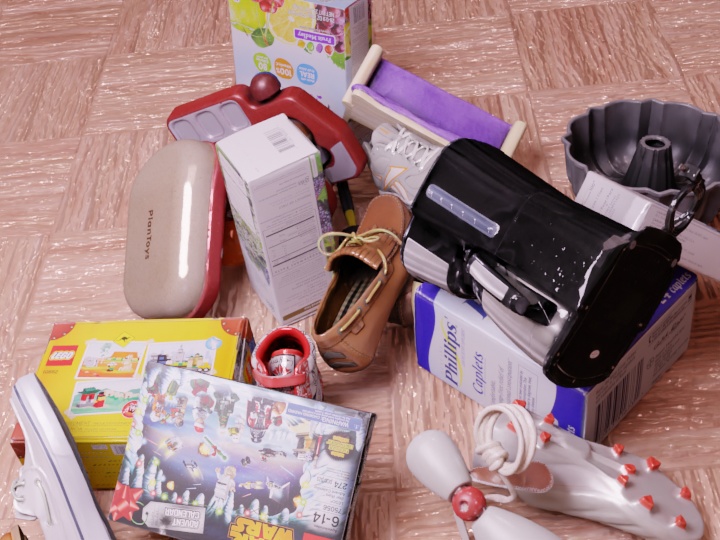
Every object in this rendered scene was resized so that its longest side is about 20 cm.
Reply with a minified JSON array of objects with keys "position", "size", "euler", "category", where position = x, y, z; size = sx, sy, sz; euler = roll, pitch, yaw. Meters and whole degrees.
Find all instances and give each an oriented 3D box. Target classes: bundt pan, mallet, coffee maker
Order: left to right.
[{"position":[-0.010,-0.049,1.170],"size":[0.041,0.066,0.200],"euler":[-9,28,-3],"category":"mallet"},{"position":[0.156,-0.029,0.870],"size":[0.192,0.135,0.200],"euler":[-46,51,-6],"category":"coffee maker"},{"position":[0.319,-0.109,1.134],"size":[0.201,0.076,0.202],"euler":[-2,37,1],"category":"bundt pan"}]

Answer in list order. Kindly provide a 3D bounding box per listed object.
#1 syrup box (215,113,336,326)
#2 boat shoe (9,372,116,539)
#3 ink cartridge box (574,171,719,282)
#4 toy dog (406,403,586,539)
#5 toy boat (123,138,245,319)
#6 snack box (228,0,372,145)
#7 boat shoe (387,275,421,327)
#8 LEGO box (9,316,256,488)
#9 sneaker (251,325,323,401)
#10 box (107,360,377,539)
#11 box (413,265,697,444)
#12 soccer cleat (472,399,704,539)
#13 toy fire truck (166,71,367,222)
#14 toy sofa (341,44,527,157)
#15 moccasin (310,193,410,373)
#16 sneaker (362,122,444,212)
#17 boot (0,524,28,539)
[{"position":[-0.079,-0.047,1.051],"size":[0.081,0.201,0.079],"euler":[-26,46,-16],"category":"syrup box"},{"position":[-0.259,0.187,0.863],"size":[0.067,0.074,0.201],"euler":[-24,84,-14],"category":"boat shoe"},{"position":[0.281,-0.042,0.987],"size":[0.199,0.045,0.176],"euler":[20,12,-29],"category":"ink cartridge box"},{"position":[0.128,0.207,0.823],"size":[0.132,0.096,0.201],"euler":[-32,69,29],"category":"toy dog"},{"position":[-0.170,-0.038,1.110],"size":[0.130,0.130,0.201],"euler":[-5,79,45],"category":"toy boat"},{"position":[-0.070,-0.245,1.256],"size":[0.168,0.201,0.068],"euler":[18,40,27],"category":"snack box"},{"position":[0.058,-0.018,1.093],"size":[0.067,0.072,0.200],"euler":[-2,39,17],"category":"boat shoe"},{"position":[-0.207,0.124,0.980],"size":[0.199,0.077,0.149],"euler":[-2,43,8],"category":"LEGO box"},{"position":[-0.071,0.143,0.916],"size":[0.067,0.108,0.202],"euler":[-1,44,7],"category":"sneaker"},{"position":[-0.098,0.164,0.862],"size":[0.199,0.040,0.138],"euler":[11,83,11],"category":"box"},{"position":[0.181,0.048,0.980],"size":[0.200,0.105,0.184],"euler":[30,55,34],"category":"box"},{"position":[0.190,0.181,0.873],"size":[0.199,0.078,0.069],"euler":[27,36,7],"category":"soccer cleat"},{"position":[-0.102,-0.135,1.151],"size":[0.199,0.168,0.112],"euler":[-12,37,34],"category":"toy fire truck"},{"position":[0.083,-0.173,1.169],"size":[0.199,0.098,0.083],"euler":[28,75,1],"category":"toy sofa"},{"position":[-0.001,0.000,1.004],"size":[0.073,0.078,0.202],"euler":[-3,48,38],"category":"moccasin"},{"position":[0.051,-0.115,1.094],"size":[0.076,0.092,0.200],"euler":[-38,14,-17],"category":"sneaker"},{"position":[-0.321,0.304,0.816],"size":[0.154,0.074,0.200],"euler":[-19,41,-5],"category":"boot"}]
